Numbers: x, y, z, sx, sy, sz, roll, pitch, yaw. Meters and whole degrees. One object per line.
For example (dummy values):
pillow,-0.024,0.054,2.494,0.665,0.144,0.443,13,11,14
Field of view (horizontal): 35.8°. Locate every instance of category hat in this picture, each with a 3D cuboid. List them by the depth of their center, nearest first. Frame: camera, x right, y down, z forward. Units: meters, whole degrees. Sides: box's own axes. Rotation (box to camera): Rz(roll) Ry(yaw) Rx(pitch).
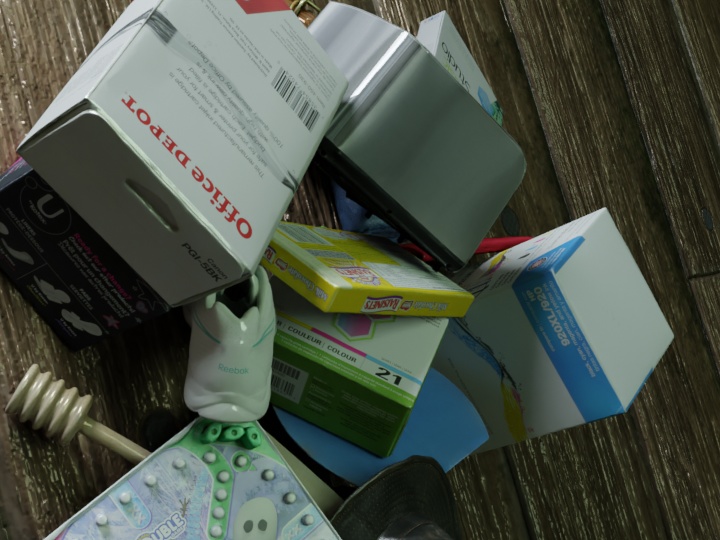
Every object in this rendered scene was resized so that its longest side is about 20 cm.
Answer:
hat,0.046,0.243,0.812,0.199,0.080,0.204,-14,109,-46

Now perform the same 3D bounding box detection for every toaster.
toaster,0.014,-0.115,0.907,0.200,0.181,0.119,39,90,-31

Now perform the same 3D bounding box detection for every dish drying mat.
dish drying mat,0.093,-0.021,1.111,0.199,0.076,0.019,-5,93,-50

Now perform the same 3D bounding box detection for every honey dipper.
honey dipper,-0.141,0.130,0.743,0.199,0.038,0.038,33,47,-9

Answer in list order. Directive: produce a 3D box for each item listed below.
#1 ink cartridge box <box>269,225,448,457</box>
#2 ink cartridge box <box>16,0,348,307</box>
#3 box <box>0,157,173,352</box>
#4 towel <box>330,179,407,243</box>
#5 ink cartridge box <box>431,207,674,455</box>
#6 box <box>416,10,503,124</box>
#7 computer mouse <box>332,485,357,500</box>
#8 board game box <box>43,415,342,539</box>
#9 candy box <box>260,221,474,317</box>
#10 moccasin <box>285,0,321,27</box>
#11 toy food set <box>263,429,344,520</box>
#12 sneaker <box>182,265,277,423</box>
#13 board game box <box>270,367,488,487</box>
ink cartridge box,-0.001,0.031,0.923,0.146,0.076,0.201,25,47,4
ink cartridge box,-0.106,-0.101,0.722,0.147,0.082,0.201,48,43,-25
box,-0.159,-0.063,0.801,0.133,0.114,0.201,52,42,-19
towel,0.006,-0.128,1.078,0.111,0.048,0.203,-2,76,-49
ink cartridge box,0.159,0.062,1.050,0.146,0.199,0.147,59,40,-8
box,0.100,-0.166,1.176,0.145,0.036,0.201,53,31,-29
computer mouse,-0.043,0.266,0.850,0.139,0.046,0.203,15,66,-40
board game box,-0.097,0.217,0.710,0.199,0.026,0.201,-37,94,-22
candy box,0.000,0.000,0.850,0.102,0.027,0.199,38,17,30
moccasin,-0.063,-0.213,1.001,0.074,0.077,0.204,-13,83,-69
toy food set,-0.100,0.199,0.787,0.143,0.060,0.201,42,49,-5
sneaker,-0.085,0.023,0.771,0.069,0.081,0.201,5,23,-12
board game box,0.010,0.132,0.940,0.157,0.039,0.199,36,31,21
